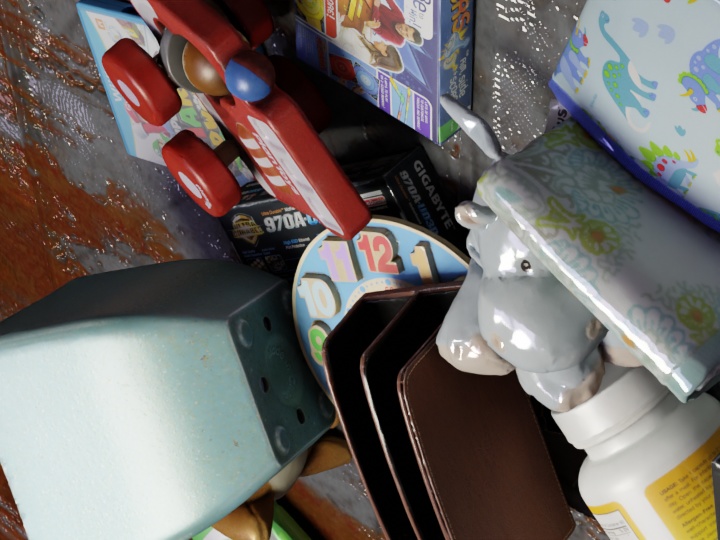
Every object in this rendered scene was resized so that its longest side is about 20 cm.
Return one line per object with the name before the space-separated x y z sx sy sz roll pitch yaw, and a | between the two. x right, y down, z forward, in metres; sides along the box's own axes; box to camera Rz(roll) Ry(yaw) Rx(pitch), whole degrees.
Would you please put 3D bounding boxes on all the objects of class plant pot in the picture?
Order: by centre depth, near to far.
plant pot | -0.137 0.094 1.826 0.199 0.196 0.197 -17 98 25

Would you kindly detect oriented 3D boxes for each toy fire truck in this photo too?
toy fire truck | -0.079 -0.117 1.699 0.200 0.112 0.168 57 165 -27

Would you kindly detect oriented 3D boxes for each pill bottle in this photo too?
pill bottle | 0.215 0.152 1.641 0.200 0.113 0.113 54 149 -5

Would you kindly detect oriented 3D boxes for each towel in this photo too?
towel | 0.183 -0.027 1.417 0.171 0.200 0.048 44 135 16

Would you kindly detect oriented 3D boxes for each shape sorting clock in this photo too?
shape sorting clock | 0.032 0.053 1.740 0.199 0.039 0.201 19 124 31

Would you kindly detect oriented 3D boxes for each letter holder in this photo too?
letter holder | 0.047 0.130 1.658 0.100 0.142 0.201 -7 115 33

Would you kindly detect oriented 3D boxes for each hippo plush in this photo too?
hippo plush | 0.130 -0.011 1.510 0.161 0.159 0.201 175 97 -87

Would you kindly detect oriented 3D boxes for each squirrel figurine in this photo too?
squirrel figurine | -0.111 0.087 1.988 0.200 0.141 0.187 24 133 35

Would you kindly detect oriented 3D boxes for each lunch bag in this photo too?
lunch bag | 0.223 -0.107 1.346 0.200 0.127 0.170 49 149 21

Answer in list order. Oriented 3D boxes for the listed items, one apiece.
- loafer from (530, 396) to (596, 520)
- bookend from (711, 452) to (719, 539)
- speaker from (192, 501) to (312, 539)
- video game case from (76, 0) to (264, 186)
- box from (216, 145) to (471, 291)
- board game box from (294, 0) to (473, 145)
loafer | 0.130 0.107 1.764 0.200 0.073 0.072 26 116 34
bookend | 0.278 0.168 1.490 0.200 0.199 0.092 27 144 36
speaker | -0.057 0.279 2.162 0.200 0.088 0.088 47 149 8
video game case | -0.131 -0.131 1.895 0.200 0.018 0.144 19 137 43
box | 0.000 0.000 1.812 0.200 0.046 0.159 -10 114 49
board game box | 0.014 -0.192 1.622 0.135 0.034 0.200 34 146 28
